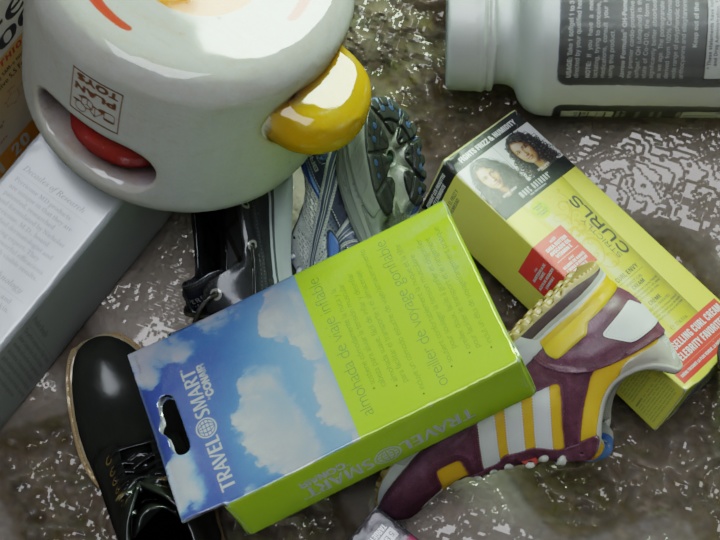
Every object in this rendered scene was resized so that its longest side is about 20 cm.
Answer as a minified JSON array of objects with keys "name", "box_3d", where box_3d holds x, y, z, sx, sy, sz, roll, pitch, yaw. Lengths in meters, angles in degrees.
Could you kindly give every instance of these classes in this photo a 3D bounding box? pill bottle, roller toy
[{"name":"pill bottle","box_3d":[0.152,-0.150,1.134,0.198,0.111,0.111,1,72,1]},{"name":"roller toy","box_3d":[-0.098,-0.138,1.038,0.181,0.140,0.201,-5,59,-16]}]

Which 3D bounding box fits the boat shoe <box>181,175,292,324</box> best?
[{"name":"boat shoe","box_3d":[-0.077,0.007,1.097,0.066,0.070,0.202,7,80,-37]}]

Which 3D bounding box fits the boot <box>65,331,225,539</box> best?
[{"name":"boot","box_3d":[-0.121,0.112,1.049,0.077,0.138,0.201,-26,72,-6]}]

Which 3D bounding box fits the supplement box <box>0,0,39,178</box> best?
[{"name":"supplement box","box_3d":[-0.249,-0.127,1.094,0.073,0.200,0.126,35,77,19]}]

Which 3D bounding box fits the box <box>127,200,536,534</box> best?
[{"name":"box","box_3d":[-0.018,0.057,1.014,0.199,0.048,0.122,-26,54,2]}]

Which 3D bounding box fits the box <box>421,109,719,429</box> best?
[{"name":"box","box_3d":[0.134,-0.002,1.111,0.075,0.050,0.200,-35,73,-33]}]

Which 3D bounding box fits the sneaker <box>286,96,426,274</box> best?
[{"name":"sneaker","box_3d":[0.000,0.000,1.119,0.085,0.077,0.202,-7,87,37]}]

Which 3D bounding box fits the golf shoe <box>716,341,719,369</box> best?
[{"name":"golf shoe","box_3d":[0.297,0.050,1.096,0.199,0.078,0.095,-21,112,-22]}]

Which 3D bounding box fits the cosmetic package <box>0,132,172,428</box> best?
[{"name":"cosmetic package","box_3d":[-0.199,-0.001,1.107,0.074,0.102,0.200,34,75,10]}]

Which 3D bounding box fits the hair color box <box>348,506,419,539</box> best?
[{"name":"hair color box","box_3d":[0.055,0.237,1.044,0.200,0.061,0.100,38,78,12]}]

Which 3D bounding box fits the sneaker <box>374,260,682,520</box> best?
[{"name":"sneaker","box_3d":[0.093,0.091,1.055,0.090,0.075,0.200,44,112,3]}]
